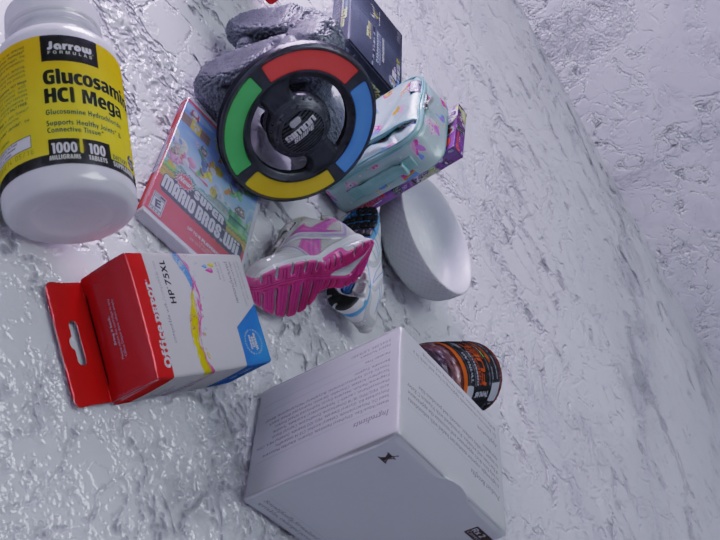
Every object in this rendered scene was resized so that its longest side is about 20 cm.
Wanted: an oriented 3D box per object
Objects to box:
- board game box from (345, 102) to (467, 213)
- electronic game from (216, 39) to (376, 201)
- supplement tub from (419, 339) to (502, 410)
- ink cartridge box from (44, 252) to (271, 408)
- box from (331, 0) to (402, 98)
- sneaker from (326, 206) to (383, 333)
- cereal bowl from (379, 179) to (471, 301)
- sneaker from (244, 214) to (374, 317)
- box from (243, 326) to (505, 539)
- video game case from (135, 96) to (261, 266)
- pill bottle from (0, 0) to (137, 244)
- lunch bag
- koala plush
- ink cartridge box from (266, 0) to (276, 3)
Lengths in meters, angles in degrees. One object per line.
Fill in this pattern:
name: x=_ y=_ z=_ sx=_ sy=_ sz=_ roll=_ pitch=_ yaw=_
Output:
board game box: x=0.067 y=-0.158 z=1.199 sx=0.032 sy=0.197 sz=0.122 roll=43 pitch=34 yaw=-29
electronic game: x=-0.071 y=-0.168 z=0.949 sx=0.199 sy=0.200 sz=0.042 roll=34 pitch=16 yaw=-43
supplement tub: x=0.118 y=0.154 z=1.142 sx=0.198 sy=0.105 sz=0.109 roll=6 pitch=63 yaw=-58
ink cartridge box: x=-0.180 y=0.050 z=0.754 sx=0.198 sy=0.066 sz=0.119 roll=-1 pitch=69 yaw=-59
box: x=0.013 y=-0.404 z=1.453 sx=0.157 sy=0.050 sz=0.203 roll=41 pitch=37 yaw=-36
sneaker: x=0.000 y=0.000 z=1.116 sx=0.203 sy=0.073 sz=0.087 roll=-81 pitch=150 yaw=-42
cereal bowl: x=0.090 y=-0.043 z=1.271 sx=0.199 sy=0.082 sz=0.204 roll=40 pitch=37 yaw=-38
sneaker: x=-0.074 y=-0.012 z=0.983 sx=0.088 sy=0.083 sz=0.198 roll=38 pitch=34 yaw=24
box: x=0.019 y=0.197 z=0.844 sx=0.199 sy=0.197 sz=0.133 roll=45 pitch=32 yaw=-31
video game case: x=-0.173 y=-0.086 z=0.925 sx=0.143 sy=0.017 sz=0.203 roll=45 pitch=34 yaw=-32
pill bottle: x=-0.261 y=-0.137 z=0.715 sx=0.111 sy=0.111 sz=0.205 roll=16 pitch=54 yaw=-54
lunch bag: x=0.032 y=-0.178 z=1.156 sx=0.077 sy=0.197 sz=0.162 roll=45 pitch=36 yaw=-27
koala plush: x=-0.080 y=-0.214 z=1.047 sx=0.180 sy=0.179 sz=0.202 roll=-70 pitch=148 yaw=-41
ink cartridge box: x=-0.154 y=-0.483 z=1.147 sx=0.199 sy=0.115 sz=0.069 roll=32 pitch=41 yaw=-46
